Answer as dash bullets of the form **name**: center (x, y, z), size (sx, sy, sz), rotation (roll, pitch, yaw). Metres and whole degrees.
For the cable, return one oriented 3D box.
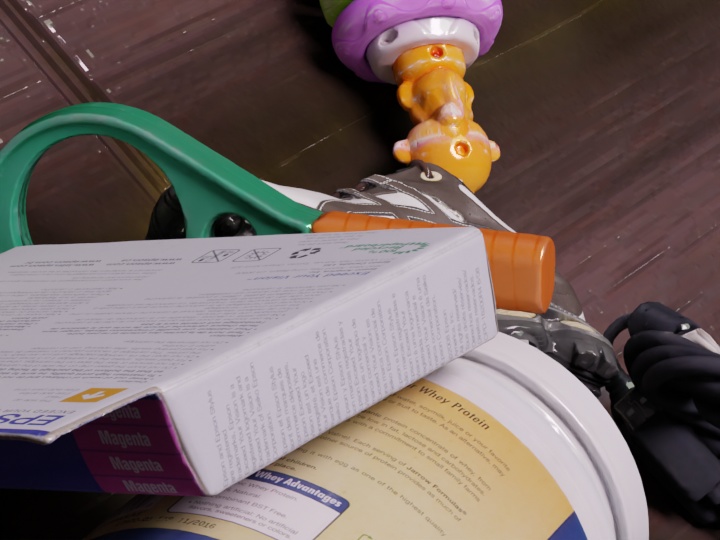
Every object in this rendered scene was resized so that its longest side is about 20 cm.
- **cable**: center (0.177, 0.088, 1.098), size (0.200, 0.163, 0.051), rotation (47, 75, -16)

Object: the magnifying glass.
- **magnifying glass**: center (-0.034, -0.009, 0.986), size (0.199, 0.080, 0.022), rotation (6, 18, 17)

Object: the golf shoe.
- **golf shoe**: center (0.000, 0.000, 1.083), size (0.199, 0.078, 0.095), rotation (25, 33, -35)

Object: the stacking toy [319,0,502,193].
- **stacking toy**: center (0.021, -0.117, 1.196), size (0.115, 0.110, 0.201), rotation (-1, 65, -23)

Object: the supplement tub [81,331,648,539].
- **supplement tub**: center (-0.007, 0.110, 0.905), size (0.144, 0.144, 0.200), rotation (46, 38, 4)

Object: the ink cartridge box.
- **ink cartridge box**: center (-0.093, 0.033, 0.876), size (0.200, 0.196, 0.044), rotation (-27, 110, -49)
